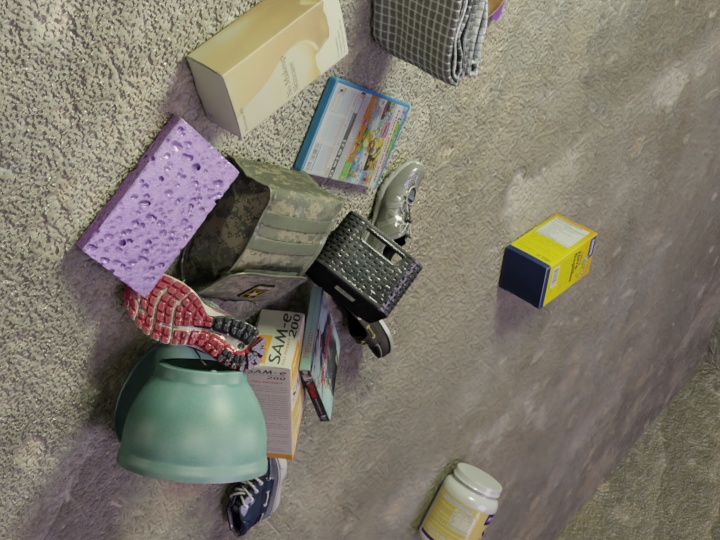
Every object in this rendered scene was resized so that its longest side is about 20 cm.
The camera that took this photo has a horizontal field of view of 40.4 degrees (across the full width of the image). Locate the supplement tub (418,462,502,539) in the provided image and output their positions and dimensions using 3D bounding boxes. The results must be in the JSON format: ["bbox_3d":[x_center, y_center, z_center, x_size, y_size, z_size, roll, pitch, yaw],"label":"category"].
[{"bbox_3d":[0.243,0.583,2.360,0.145,0.145,0.201,14,105,-57],"label":"supplement tub"}]

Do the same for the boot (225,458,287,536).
[{"bbox_3d":[-0.180,0.364,1.653,0.090,0.072,0.201,-37,143,-40],"label":"boot"}]

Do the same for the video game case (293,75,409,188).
[{"bbox_3d":[-0.009,-0.203,1.473,0.199,0.018,0.144,5,111,-56],"label":"video game case"}]

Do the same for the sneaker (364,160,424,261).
[{"bbox_3d":[0.062,-0.082,1.611,0.074,0.082,0.201,13,106,-57],"label":"sneaker"}]

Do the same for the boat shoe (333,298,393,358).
[{"bbox_3d":[0.003,0.090,1.690,0.061,0.072,0.202,-42,138,-18],"label":"boat shoe"}]

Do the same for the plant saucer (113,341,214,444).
[{"bbox_3d":[-0.276,0.163,1.385,0.200,0.039,0.202,-34,141,-33],"label":"plant saucer"}]

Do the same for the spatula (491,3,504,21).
[{"bbox_3d":[0.184,-0.444,1.534,0.199,0.020,0.057,12,97,-53],"label":"spatula"}]

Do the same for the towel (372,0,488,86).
[{"bbox_3d":[0.095,-0.374,1.338,0.085,0.165,0.201,-26,136,-32],"label":"towel"}]

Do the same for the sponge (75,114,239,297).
[{"bbox_3d":[-0.247,-0.078,1.205,0.201,0.030,0.111,-54,131,-7],"label":"sponge"}]

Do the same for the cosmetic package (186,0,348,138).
[{"bbox_3d":[-0.111,-0.269,1.222,0.200,0.071,0.106,-44,146,-23],"label":"cosmetic package"}]

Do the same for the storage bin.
[{"bbox_3d":[0.000,0.000,1.474,0.094,0.135,0.200,-52,-177,-9],"label":"storage bin"}]

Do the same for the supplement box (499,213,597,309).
[{"bbox_3d":[0.407,-0.022,2.118,0.199,0.108,0.110,-30,138,-38],"label":"supplement box"}]

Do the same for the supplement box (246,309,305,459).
[{"bbox_3d":[-0.129,0.178,1.517,0.127,0.073,0.201,-79,173,-50],"label":"supplement box"}]

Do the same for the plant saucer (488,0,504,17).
[{"bbox_3d":[0.171,-0.475,1.459,0.199,0.034,0.202,-26,127,-41],"label":"plant saucer"}]

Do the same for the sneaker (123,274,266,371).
[{"bbox_3d":[-0.221,0.071,1.284,0.199,0.075,0.081,33,83,-16],"label":"sneaker"}]

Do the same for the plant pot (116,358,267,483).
[{"bbox_3d":[-0.216,0.189,1.295,0.200,0.199,0.136,2,95,-55],"label":"plant pot"}]

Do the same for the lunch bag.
[{"bbox_3d":[-0.140,-0.038,1.337,0.163,0.117,0.201,6,117,-54],"label":"lunch bag"}]

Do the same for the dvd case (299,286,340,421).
[{"bbox_3d":[-0.064,0.139,1.585,0.201,0.022,0.147,75,20,-57],"label":"dvd case"}]
